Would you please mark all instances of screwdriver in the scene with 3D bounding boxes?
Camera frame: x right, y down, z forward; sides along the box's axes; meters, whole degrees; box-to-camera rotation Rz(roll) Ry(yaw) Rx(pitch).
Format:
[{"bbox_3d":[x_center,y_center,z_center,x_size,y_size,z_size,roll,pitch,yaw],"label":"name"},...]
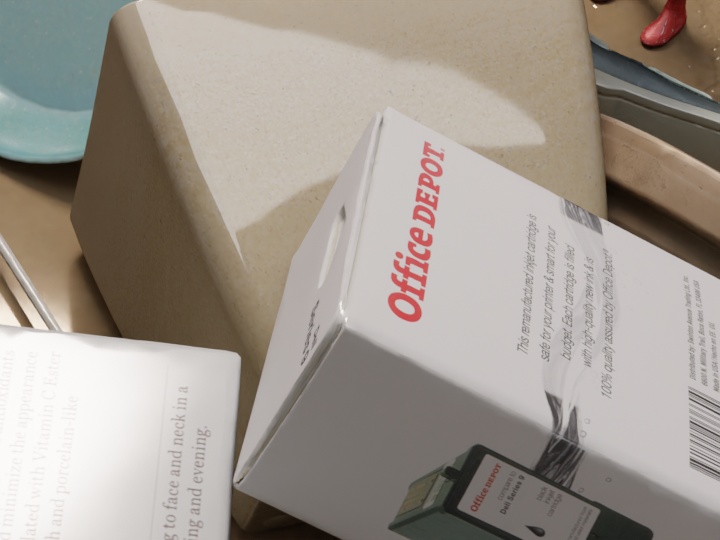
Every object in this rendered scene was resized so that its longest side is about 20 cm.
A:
[{"bbox_3d":[-0.129,0.035,0.928,0.028,0.029,0.200,-22,64,-25],"label":"screwdriver"}]

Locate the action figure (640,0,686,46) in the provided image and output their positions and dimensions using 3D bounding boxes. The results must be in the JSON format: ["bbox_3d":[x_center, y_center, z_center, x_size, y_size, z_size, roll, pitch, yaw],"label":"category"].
[{"bbox_3d":[0.143,-0.189,1.046,0.099,0.200,0.065,-33,63,-30],"label":"action figure"}]

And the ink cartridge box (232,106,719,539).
[{"bbox_3d":[0.068,0.048,0.730,0.200,0.084,0.146,27,32,-10],"label":"ink cartridge box"}]

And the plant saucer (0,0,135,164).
[{"bbox_3d":[-0.144,-0.151,1.004,0.200,0.200,0.036,37,16,18],"label":"plant saucer"}]

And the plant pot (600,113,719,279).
[{"bbox_3d":[0.157,0.020,0.926,0.201,0.201,0.093,33,91,15],"label":"plant pot"}]

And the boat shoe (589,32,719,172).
[{"bbox_3d":[0.151,-0.075,1.026,0.200,0.073,0.062,24,46,-10],"label":"boat shoe"}]

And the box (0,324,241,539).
[{"bbox_3d":[-0.121,0.155,0.731,0.131,0.200,0.199,7,52,-7],"label":"box"}]

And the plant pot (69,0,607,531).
[{"bbox_3d":[0.000,0.000,0.891,0.200,0.200,0.177,-10,69,-18],"label":"plant pot"}]
